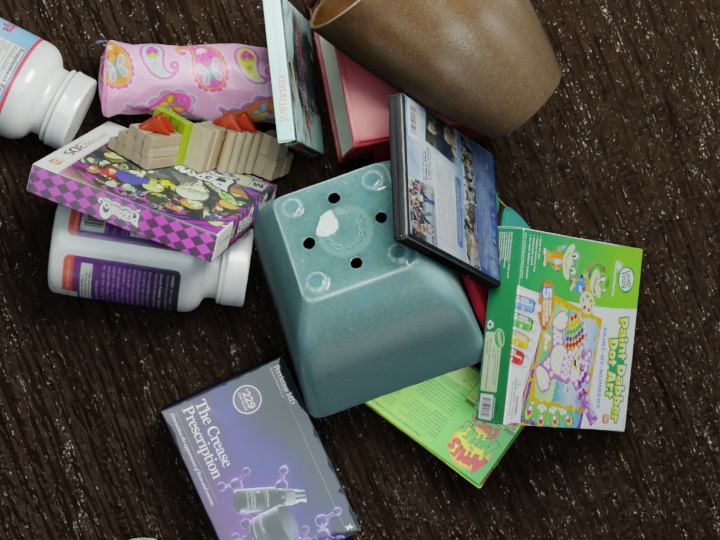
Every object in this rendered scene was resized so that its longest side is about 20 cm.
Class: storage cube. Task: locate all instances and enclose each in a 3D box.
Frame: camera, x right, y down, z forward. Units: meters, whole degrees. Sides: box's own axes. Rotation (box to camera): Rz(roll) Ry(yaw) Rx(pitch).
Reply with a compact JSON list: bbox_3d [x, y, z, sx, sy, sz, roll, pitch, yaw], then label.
[{"bbox_3d":[0.055,-0.216,1.688,0.179,0.171,0.200,-12,89,-6],"label":"storage cube"}]

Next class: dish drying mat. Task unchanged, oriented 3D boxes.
[{"bbox_3d":[0.104,-0.032,1.664,0.018,0.077,0.200,-8,128,20],"label":"dish drying mat"}]

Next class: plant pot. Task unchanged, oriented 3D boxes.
[{"bbox_3d":[0.000,0.000,1.626,0.196,0.200,0.197,-19,66,0],"label":"plant pot"},{"bbox_3d":[0.087,-0.224,1.532,0.200,0.187,0.187,44,86,-17],"label":"plant pot"}]

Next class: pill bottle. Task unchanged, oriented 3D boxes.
[{"bbox_3d":[-0.377,-0.203,1.683,0.200,0.109,0.109,27,87,-4],"label":"pill bottle"},{"bbox_3d":[-0.213,-0.018,1.690,0.200,0.111,0.112,9,88,-4],"label":"pill bottle"}]

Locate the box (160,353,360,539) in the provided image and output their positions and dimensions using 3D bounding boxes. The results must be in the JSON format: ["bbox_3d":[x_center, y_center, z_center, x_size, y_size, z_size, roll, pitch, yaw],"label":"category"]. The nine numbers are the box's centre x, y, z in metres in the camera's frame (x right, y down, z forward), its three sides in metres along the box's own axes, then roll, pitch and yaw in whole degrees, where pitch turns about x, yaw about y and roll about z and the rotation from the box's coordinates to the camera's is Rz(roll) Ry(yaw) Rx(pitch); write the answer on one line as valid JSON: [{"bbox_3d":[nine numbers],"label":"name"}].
[{"bbox_3d":[-0.104,0.206,1.713,0.141,0.079,0.200,-25,91,-7],"label":"box"}]

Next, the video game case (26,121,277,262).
[{"bbox_3d":[-0.204,-0.082,1.644,0.200,0.181,0.036,21,113,9],"label":"video game case"}]

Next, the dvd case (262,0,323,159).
[{"bbox_3d":[-0.067,-0.193,1.663,0.022,0.200,0.146,-6,88,8],"label":"dvd case"}]

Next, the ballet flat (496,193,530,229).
[{"bbox_3d":[0.129,-0.051,1.737,0.067,0.067,0.200,-21,122,30],"label":"ballet flat"}]

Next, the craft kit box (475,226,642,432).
[{"bbox_3d":[0.209,0.064,1.704,0.197,0.048,0.200,7,88,-46],"label":"craft kit box"}]

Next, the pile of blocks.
[{"bbox_3d":[-0.157,-0.141,1.686,0.200,0.082,0.062,4,115,-34],"label":"pile of blocks"}]

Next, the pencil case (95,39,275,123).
[{"bbox_3d":[-0.175,-0.198,1.714,0.200,0.087,0.088,2,89,-4],"label":"pencil case"}]

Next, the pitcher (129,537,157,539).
[{"bbox_3d":[-0.211,0.399,1.664,0.200,0.121,0.172,46,104,30],"label":"pitcher"}]

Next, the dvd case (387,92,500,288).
[{"bbox_3d":[0.082,-0.072,1.573,0.018,0.200,0.143,-10,71,28],"label":"dvd case"}]

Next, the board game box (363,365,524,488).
[{"bbox_3d":[0.073,0.130,1.742,0.200,0.048,0.102,37,87,-2],"label":"board game box"}]
